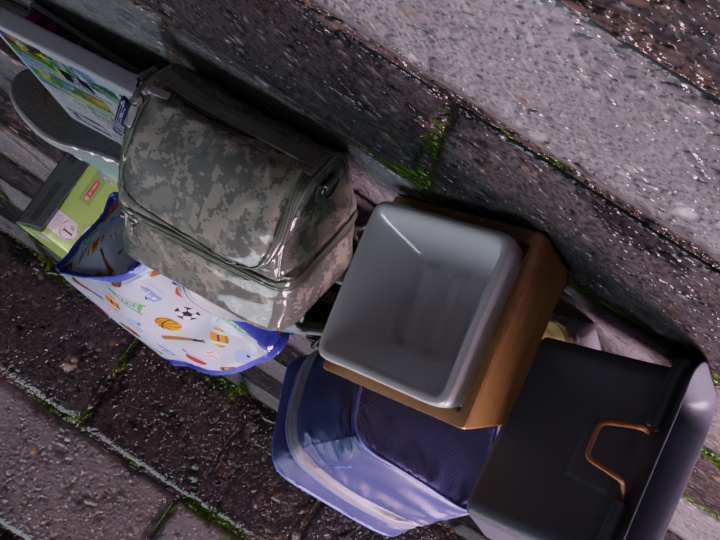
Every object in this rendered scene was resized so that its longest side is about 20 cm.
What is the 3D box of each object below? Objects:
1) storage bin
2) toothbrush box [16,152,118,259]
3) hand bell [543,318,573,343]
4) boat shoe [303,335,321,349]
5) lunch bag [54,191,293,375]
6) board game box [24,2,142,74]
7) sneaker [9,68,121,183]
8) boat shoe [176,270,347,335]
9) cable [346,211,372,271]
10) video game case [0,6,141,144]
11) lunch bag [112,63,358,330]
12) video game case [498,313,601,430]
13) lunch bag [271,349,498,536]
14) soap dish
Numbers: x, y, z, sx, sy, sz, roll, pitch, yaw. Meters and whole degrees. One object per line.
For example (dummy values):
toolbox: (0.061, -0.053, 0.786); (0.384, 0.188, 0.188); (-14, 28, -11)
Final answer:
storage bin: (0.174, 0.149, 1.363); (0.134, 0.200, 0.146); (18, 163, 24)
toothbrush box: (-0.263, -0.051, 1.987); (0.200, 0.146, 0.086); (40, 167, -30)
hand bell: (0.085, 0.029, 1.498); (0.104, 0.104, 0.200); (45, -177, -46)
boat shoe: (-0.031, 0.054, 1.814); (0.070, 0.066, 0.200); (-9, 163, 31)
lunch bag: (-0.168, 0.013, 1.664); (0.170, 0.124, 0.200); (39, 167, -25)
board game box: (-0.235, -0.168, 1.712); (0.200, 0.026, 0.200); (34, 169, 3)
sneaker: (-0.285, -0.134, 1.863); (0.200, 0.074, 0.118); (31, 163, 1)
boat shoe: (-0.062, 0.019, 1.557); (0.200, 0.074, 0.065); (5, -171, -16)
cable: (0.000, 0.000, 1.622); (0.097, 0.050, 0.200); (20, 162, -14)
video game case: (-0.234, -0.158, 1.633); (0.200, 0.022, 0.182); (28, 167, 28)
lunch bag: (-0.107, -0.071, 1.480); (0.200, 0.139, 0.168); (29, 140, 19)
video game case: (0.167, 0.123, 1.548); (0.182, 0.024, 0.200); (17, 129, 57)
lunch bag: (0.023, 0.150, 1.577); (0.132, 0.136, 0.200); (-22, 133, 41)
soap dish: (0.065, 0.033, 1.382); (0.081, 0.158, 0.200); (24, 177, -35)
